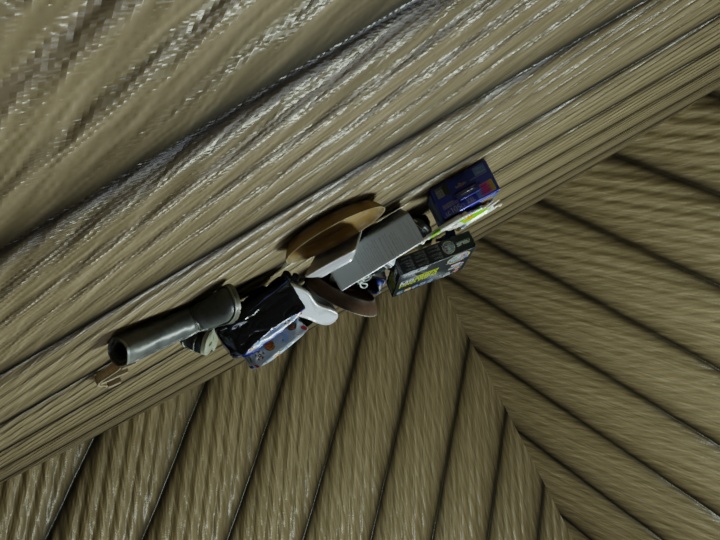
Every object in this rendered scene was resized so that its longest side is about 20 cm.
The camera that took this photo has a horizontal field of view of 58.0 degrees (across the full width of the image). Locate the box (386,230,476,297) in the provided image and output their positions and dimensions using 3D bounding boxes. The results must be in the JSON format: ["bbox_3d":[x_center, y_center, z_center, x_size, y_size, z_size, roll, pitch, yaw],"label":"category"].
[{"bbox_3d":[0.164,-0.013,1.545,0.197,0.045,0.161,-21,164,-12],"label":"box"}]

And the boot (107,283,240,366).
[{"bbox_3d":[-0.326,0.096,1.140,0.198,0.074,0.181,-13,163,-44],"label":"boot"}]

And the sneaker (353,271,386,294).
[{"bbox_3d":[0.038,-0.001,1.627,0.197,0.116,0.081,-25,154,-34],"label":"sneaker"}]

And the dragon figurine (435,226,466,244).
[{"bbox_3d":[0.250,-0.137,1.571,0.199,0.100,0.059,-37,173,2],"label":"dragon figurine"}]

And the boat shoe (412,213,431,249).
[{"bbox_3d":[0.148,-0.100,1.563,0.068,0.071,0.200,-63,173,14],"label":"boat shoe"}]

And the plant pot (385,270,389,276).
[{"bbox_3d":[0.038,-0.005,1.803,0.198,0.094,0.201,-28,175,-3],"label":"plant pot"}]

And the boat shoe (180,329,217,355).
[{"bbox_3d":[-0.356,0.145,1.460,0.066,0.073,0.200,9,180,-2],"label":"boat shoe"}]

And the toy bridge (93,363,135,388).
[{"bbox_3d":[-0.526,0.218,1.374,0.067,0.028,0.200,-23,172,-35],"label":"toy bridge"}]

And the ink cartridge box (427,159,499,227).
[{"bbox_3d":[0.219,-0.162,1.402,0.135,0.077,0.200,-28,173,2],"label":"ink cartridge box"}]

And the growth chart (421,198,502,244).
[{"bbox_3d":[0.224,-0.110,1.411,0.144,0.018,0.199,-32,173,35],"label":"growth chart"}]

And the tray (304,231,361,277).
[{"bbox_3d":[-0.042,-0.033,1.231,0.106,0.022,0.200,-29,-168,12],"label":"tray"}]

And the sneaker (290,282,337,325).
[{"bbox_3d":[-0.142,0.058,1.583,0.071,0.100,0.199,-43,135,16],"label":"sneaker"}]

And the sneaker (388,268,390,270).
[{"bbox_3d":[0.046,-0.063,1.496,0.074,0.080,0.200,12,168,13],"label":"sneaker"}]

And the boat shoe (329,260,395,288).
[{"bbox_3d":[-0.002,-0.001,1.468,0.197,0.069,0.073,-3,155,44],"label":"boat shoe"}]

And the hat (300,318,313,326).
[{"bbox_3d":[-0.175,0.109,1.774,0.199,0.081,0.201,-34,-168,8],"label":"hat"}]

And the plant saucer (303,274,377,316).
[{"bbox_3d":[-0.042,0.049,1.583,0.035,0.198,0.200,-63,165,12],"label":"plant saucer"}]

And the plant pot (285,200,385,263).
[{"bbox_3d":[-0.049,-0.072,1.144,0.198,0.028,0.200,-28,173,-4],"label":"plant pot"}]

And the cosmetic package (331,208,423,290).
[{"bbox_3d":[0.025,-0.045,1.341,0.198,0.075,0.102,-33,-169,1],"label":"cosmetic package"}]

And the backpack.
[{"bbox_3d":[-0.211,0.110,1.355,0.198,0.156,0.190,-31,-169,-25],"label":"backpack"}]
